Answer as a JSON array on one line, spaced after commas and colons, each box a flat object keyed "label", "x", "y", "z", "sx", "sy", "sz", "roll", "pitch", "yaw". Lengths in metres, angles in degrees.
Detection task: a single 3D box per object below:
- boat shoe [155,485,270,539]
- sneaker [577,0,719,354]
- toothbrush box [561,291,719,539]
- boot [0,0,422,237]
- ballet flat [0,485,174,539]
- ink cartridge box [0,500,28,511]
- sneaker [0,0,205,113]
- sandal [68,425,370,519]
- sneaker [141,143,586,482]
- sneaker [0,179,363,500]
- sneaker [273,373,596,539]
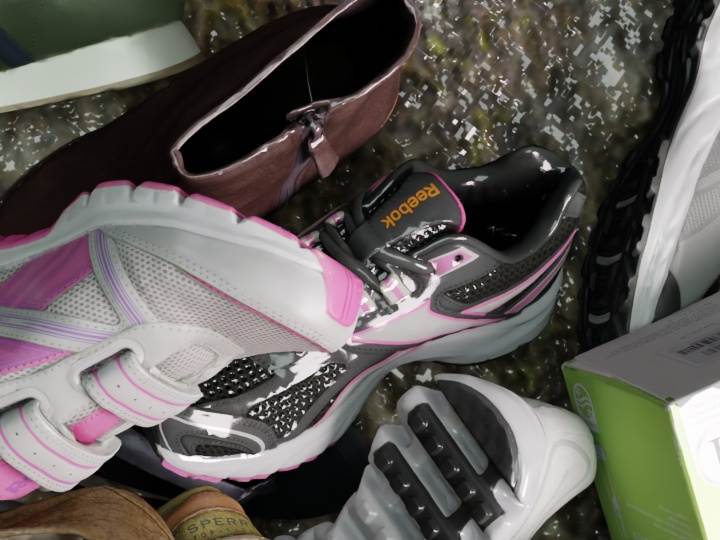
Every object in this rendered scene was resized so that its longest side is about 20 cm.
[{"label": "boat shoe", "x": -0.080, "y": 0.160, "z": 0.790, "sx": 0.072, "sy": 0.068, "sz": 0.200, "roll": 7, "pitch": 131, "yaw": -40}, {"label": "sneaker", "x": 0.141, "y": -0.035, "z": 0.845, "sx": 0.079, "sy": 0.074, "sz": 0.201, "roll": 23, "pitch": 85, "yaw": -9}, {"label": "toothbrush box", "x": 0.177, "y": 0.104, "z": 0.800, "sx": 0.145, "sy": 0.086, "sz": 0.201, "roll": -21, "pitch": 105, "yaw": -17}, {"label": "boot", "x": -0.071, "y": -0.034, "z": 0.774, "sx": 0.200, "sy": 0.166, "sz": 0.073, "roll": -35, "pitch": 91, "yaw": -6}, {"label": "ballet flat", "x": -0.151, "y": 0.115, "z": 0.681, "sx": 0.199, "sy": 0.072, "sz": 0.068, "roll": -11, "pitch": 95, "yaw": -9}, {"label": "ink cartridge box", "x": -0.218, "y": 0.140, "z": 0.793, "sx": 0.199, "sy": 0.083, "sz": 0.148, "roll": 13, "pitch": 87, "yaw": -5}, {"label": "sneaker", "x": -0.163, "y": -0.098, "z": 0.814, "sx": 0.199, "sy": 0.067, "sz": 0.090, "roll": -13, "pitch": 99, "yaw": -13}, {"label": "sandal", "x": -0.095, "y": 0.062, "z": 0.804, "sx": 0.199, "sy": 0.076, "sz": 0.043, "roll": 14, "pitch": 52, "yaw": -11}, {"label": "sneaker", "x": 0.000, "y": 0.000, "z": 0.784, "sx": 0.199, "sy": 0.087, "sz": 0.080, "roll": -27, "pitch": 65, "yaw": -36}, {"label": "sneaker", "x": -0.089, "y": 0.029, "z": 0.697, "sx": 0.199, "sy": 0.081, "sz": 0.089, "roll": -7, "pitch": 67, "yaw": 30}, {"label": "sneaker", "x": 0.007, "y": 0.113, "z": 0.802, "sx": 0.200, "sy": 0.081, "sz": 0.075, "roll": -42, "pitch": 67, "yaw": 28}]
